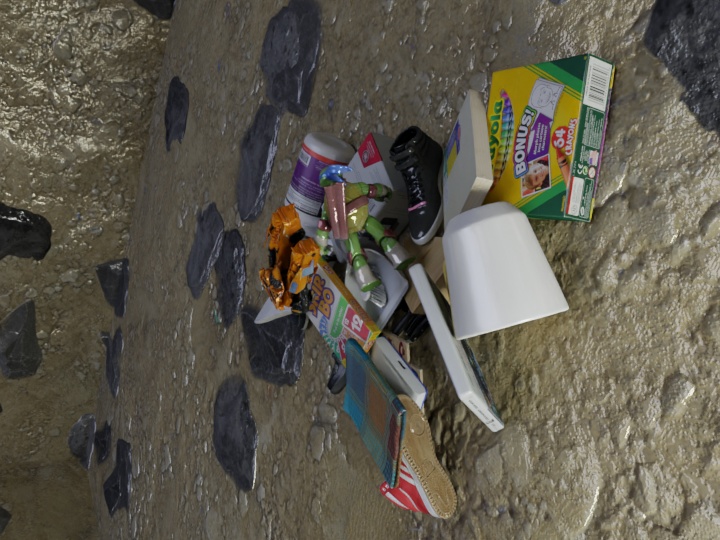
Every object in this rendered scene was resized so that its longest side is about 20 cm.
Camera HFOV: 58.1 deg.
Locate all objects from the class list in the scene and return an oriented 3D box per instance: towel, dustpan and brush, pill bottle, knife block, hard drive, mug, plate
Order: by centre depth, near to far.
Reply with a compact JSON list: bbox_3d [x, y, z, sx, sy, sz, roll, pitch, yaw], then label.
[{"bbox_3d":[0.161,0.002,0.854,0.185,0.149,0.155,-21,82,37],"label":"mug"},{"bbox_3d":[0.016,0.213,0.999,0.200,0.021,0.149,-131,39,-56],"label":"towel"},{"bbox_3d":[0.114,0.035,1.042,0.199,0.063,0.178,4,89,57],"label":"knife block"},{"bbox_3d":[0.047,0.230,1.092,0.132,0.025,0.202,49,140,40],"label":"hard drive"},{"bbox_3d":[0.000,0.000,1.117,0.140,0.057,0.201,-59,36,32],"label":"dustpan and brush"},{"bbox_3d":[-0.090,-0.175,1.348,0.113,0.111,0.202,51,127,47],"label":"pill bottle"},{"bbox_3d":[-0.124,0.026,1.368,0.199,0.032,0.201,-20,34,52],"label":"plate"}]

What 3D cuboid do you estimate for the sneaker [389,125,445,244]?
[{"bbox_3d":[0.083,-0.142,1.033,0.070,0.099,0.202,-19,51,40],"label":"sneaker"}]

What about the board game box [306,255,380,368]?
[{"bbox_3d":[-0.049,0.065,1.116,0.201,0.030,0.096,52,128,29],"label":"board game box"}]

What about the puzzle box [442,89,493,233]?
[{"bbox_3d":[0.154,-0.153,0.953,0.134,0.025,0.202,108,170,-49],"label":"puzzle box"}]

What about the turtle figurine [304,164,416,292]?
[{"bbox_3d":[-0.001,-0.068,1.053,0.195,0.143,0.200,59,152,13],"label":"turtle figurine"}]

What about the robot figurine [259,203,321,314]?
[{"bbox_3d":[-0.124,-0.010,1.091,0.146,0.058,0.201,57,148,24],"label":"robot figurine"}]

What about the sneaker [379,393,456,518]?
[{"bbox_3d":[0.066,0.291,1.016,0.112,0.071,0.202,-19,95,51],"label":"sneaker"}]

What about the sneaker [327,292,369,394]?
[{"bbox_3d":[-0.032,0.122,1.186,0.113,0.076,0.201,27,103,8],"label":"sneaker"}]

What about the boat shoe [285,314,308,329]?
[{"bbox_3d":[-0.173,0.061,1.487,0.075,0.061,0.201,-61,39,29],"label":"boat shoe"}]

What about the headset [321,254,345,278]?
[{"bbox_3d":[-0.049,0.064,1.264,0.123,0.093,0.203,32,123,54],"label":"headset"}]

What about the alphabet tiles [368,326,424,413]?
[{"bbox_3d":[0.058,0.200,1.101,0.167,0.007,0.203,24,123,56],"label":"alphabet tiles"}]

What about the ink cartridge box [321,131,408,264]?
[{"bbox_3d":[0.020,-0.125,1.194,0.200,0.082,0.147,-52,45,39],"label":"ink cartridge box"}]

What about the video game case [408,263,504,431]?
[{"bbox_3d":[0.135,0.111,0.910,0.023,0.182,0.202,-27,56,11],"label":"video game case"}]

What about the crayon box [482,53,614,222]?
[{"bbox_3d":[0.241,-0.173,0.878,0.172,0.058,0.203,12,95,57],"label":"crayon box"}]
